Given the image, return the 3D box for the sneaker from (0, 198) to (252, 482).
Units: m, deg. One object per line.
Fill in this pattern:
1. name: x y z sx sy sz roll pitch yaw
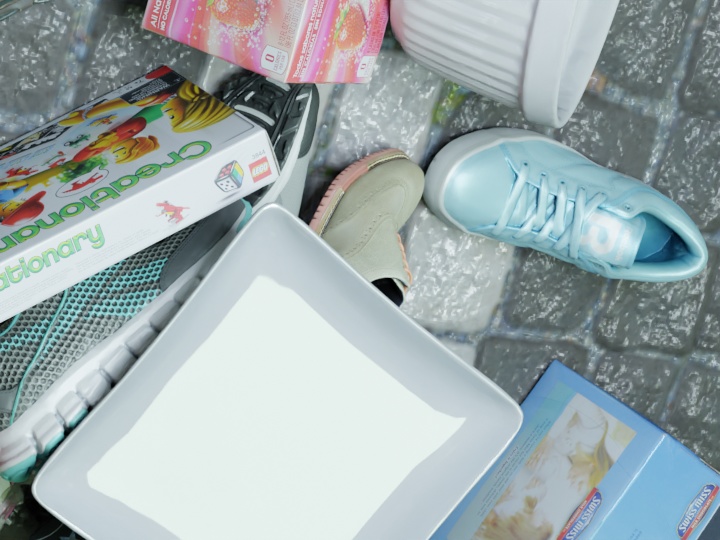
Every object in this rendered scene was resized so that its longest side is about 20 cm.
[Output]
1. sneaker: -0.142 0.017 1.335 0.091 0.078 0.200 44 70 5

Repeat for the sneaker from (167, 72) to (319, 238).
1. sneaker: -0.069 -0.023 1.435 0.079 0.074 0.201 7 107 -53

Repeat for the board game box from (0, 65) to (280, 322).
1. board game box: -0.158 -0.038 1.333 0.200 0.126 0.035 -29 122 -19

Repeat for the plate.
1. plate: -0.043 0.094 1.331 0.200 0.032 0.200 40 89 -22

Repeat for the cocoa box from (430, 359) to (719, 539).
1. cocoa box: 0.138 0.186 1.598 0.131 0.133 0.200 37 89 -36

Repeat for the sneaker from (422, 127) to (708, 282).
1. sneaker: 0.135 -0.037 1.537 0.199 0.082 0.074 9 104 -33

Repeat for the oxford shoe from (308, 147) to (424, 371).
1. oxford shoe: 0.000 0.000 1.430 0.200 0.074 0.071 -53 156 -45

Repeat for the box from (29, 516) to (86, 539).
1. box: -0.069 0.154 1.446 0.200 0.115 0.132 -38 154 -12

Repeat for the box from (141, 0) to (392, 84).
1. box: -0.031 -0.209 1.338 0.095 0.102 0.201 -7 117 -60

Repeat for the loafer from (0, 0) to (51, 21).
1. loafer: -0.189 -0.162 1.310 0.199 0.072 0.063 -24 140 -13

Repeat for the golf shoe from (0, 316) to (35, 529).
1. golf shoe: -0.209 0.074 1.387 0.092 0.073 0.200 32 81 -16

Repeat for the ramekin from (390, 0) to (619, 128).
1. ramekin: 0.091 -0.189 1.385 0.105 0.200 0.201 18 103 9
